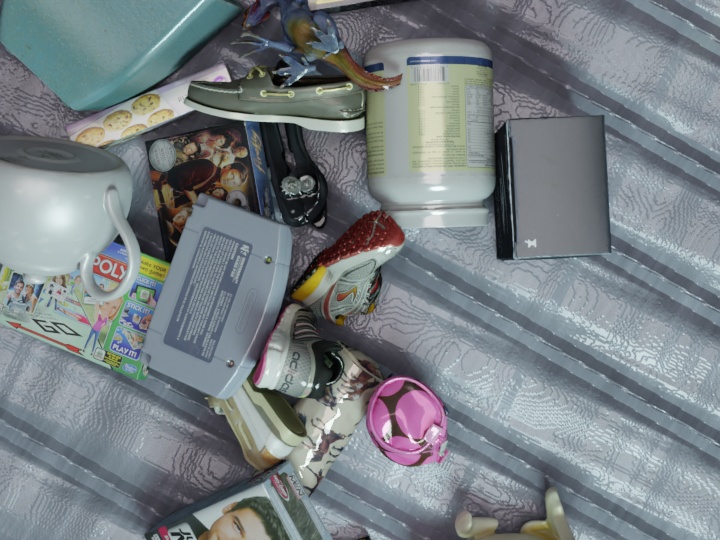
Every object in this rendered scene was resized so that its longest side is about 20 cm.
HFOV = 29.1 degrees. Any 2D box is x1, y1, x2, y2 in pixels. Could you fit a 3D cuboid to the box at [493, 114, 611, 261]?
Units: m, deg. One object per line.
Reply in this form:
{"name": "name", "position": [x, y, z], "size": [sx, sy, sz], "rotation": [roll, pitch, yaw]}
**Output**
{"name": "box", "position": [0.202, -0.085, 1.504], "size": [0.104, 0.200, 0.149], "rotation": [-3, 92, 0]}

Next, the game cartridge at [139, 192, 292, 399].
{"name": "game cartridge", "position": [-0.152, 0.030, 1.508], "size": [0.133, 0.041, 0.201], "rotation": [21, 92, 27]}

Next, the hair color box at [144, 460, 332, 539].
{"name": "hair color box", "position": [-0.138, 0.294, 1.535], "size": [0.200, 0.061, 0.099], "rotation": [-28, 92, 35]}

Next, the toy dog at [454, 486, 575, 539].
{"name": "toy dog", "position": [0.149, 0.355, 1.564], "size": [0.199, 0.140, 0.195], "rotation": [-14, 128, -1]}

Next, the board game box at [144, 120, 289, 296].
{"name": "board game box", "position": [-0.162, -0.059, 1.562], "size": [0.135, 0.035, 0.201], "rotation": [-10, 92, 25]}

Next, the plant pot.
{"name": "plant pot", "position": [-0.276, -0.284, 1.511], "size": [0.196, 0.196, 0.200], "rotation": [43, 99, -1]}

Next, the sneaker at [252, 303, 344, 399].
{"name": "sneaker", "position": [-0.060, 0.095, 1.511], "size": [0.087, 0.200, 0.074], "rotation": [23, 101, -1]}

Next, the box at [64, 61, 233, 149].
{"name": "box", "position": [-0.237, -0.182, 1.582], "size": [0.199, 0.039, 0.042], "rotation": [-21, 92, 1]}

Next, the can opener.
{"name": "can opener", "position": [-0.085, -0.142, 1.570], "size": [0.063, 0.079, 0.201], "rotation": [-17, 80, -8]}

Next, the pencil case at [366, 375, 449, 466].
{"name": "pencil case", "position": [0.056, 0.168, 1.512], "size": [0.094, 0.200, 0.091], "rotation": [44, 86, 11]}

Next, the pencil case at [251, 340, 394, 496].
{"name": "pencil case", "position": [-0.045, 0.180, 1.569], "size": [0.078, 0.089, 0.201], "rotation": [36, 95, 29]}

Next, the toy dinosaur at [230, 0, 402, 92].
{"name": "toy dinosaur", "position": [-0.068, -0.252, 1.515], "size": [0.200, 0.182, 0.105], "rotation": [34, 106, -17]}

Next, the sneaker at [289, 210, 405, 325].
{"name": "sneaker", "position": [0.000, 0.000, 1.527], "size": [0.082, 0.200, 0.078], "rotation": [39, 58, -8]}

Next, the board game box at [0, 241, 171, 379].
{"name": "board game box", "position": [-0.313, 0.025, 1.573], "size": [0.199, 0.029, 0.135], "rotation": [20, 92, 12]}

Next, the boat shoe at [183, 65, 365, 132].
{"name": "boat shoe", "position": [-0.093, -0.193, 1.513], "size": [0.200, 0.072, 0.061], "rotation": [7, 109, 5]}

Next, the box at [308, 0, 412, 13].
{"name": "box", "position": [0.023, -0.384, 1.572], "size": [0.199, 0.049, 0.162], "rotation": [-10, 90, 1]}

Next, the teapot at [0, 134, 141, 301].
{"name": "teapot", "position": [-0.338, -0.055, 1.490], "size": [0.196, 0.200, 0.147], "rotation": [6, 105, -14]}

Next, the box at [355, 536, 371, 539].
{"name": "box", "position": [-0.026, 0.422, 1.598], "size": [0.136, 0.040, 0.201], "rotation": [-15, 91, 2]}

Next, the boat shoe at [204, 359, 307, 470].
{"name": "boat shoe", "position": [-0.140, 0.132, 1.546], "size": [0.068, 0.075, 0.200], "rotation": [-45, 57, 14]}

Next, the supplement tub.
{"name": "supplement tub", "position": [0.077, -0.147, 1.530], "size": [0.144, 0.145, 0.201], "rotation": [-2, 92, 0]}
